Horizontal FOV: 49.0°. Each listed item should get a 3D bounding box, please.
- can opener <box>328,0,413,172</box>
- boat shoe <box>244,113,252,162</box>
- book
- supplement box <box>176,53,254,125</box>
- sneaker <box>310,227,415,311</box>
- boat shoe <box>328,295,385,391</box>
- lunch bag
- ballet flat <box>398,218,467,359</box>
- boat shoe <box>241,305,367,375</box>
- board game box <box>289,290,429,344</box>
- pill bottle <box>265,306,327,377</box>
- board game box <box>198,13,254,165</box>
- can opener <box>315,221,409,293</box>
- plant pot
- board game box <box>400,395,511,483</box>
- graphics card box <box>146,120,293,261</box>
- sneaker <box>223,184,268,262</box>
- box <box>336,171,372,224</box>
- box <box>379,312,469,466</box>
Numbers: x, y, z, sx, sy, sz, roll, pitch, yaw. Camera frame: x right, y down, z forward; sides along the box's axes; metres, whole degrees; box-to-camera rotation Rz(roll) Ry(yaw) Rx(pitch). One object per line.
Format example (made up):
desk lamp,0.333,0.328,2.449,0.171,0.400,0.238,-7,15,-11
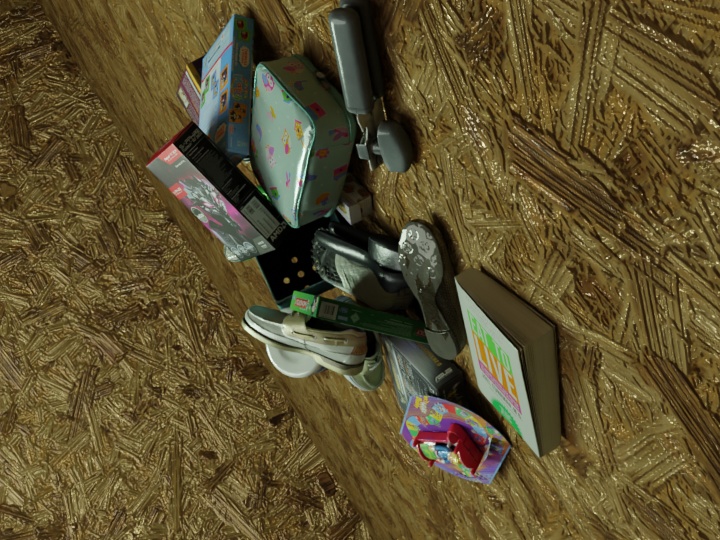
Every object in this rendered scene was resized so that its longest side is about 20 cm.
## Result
can opener,0.019,-0.189,0.835,0.066,0.054,0.201,12,141,23
boat shoe,-0.168,-0.204,1.265,0.072,0.067,0.200,62,174,2
book,0.169,0.104,0.902,0.134,0.048,0.201,48,163,46
supplement box,-0.240,-0.291,1.334,0.111,0.085,0.200,61,164,-8
sneaker,0.000,0.000,1.136,0.200,0.072,0.072,36,109,39
boat shoe,0.002,0.125,1.226,0.062,0.072,0.201,29,153,43
lunch bag,-0.082,-0.172,1.025,0.161,0.077,0.201,54,147,29
ballet flat,0.095,0.020,0.969,0.067,0.046,0.201,8,128,40
boat shoe,-0.080,0.085,1.168,0.199,0.075,0.069,19,113,13
board game box,0.016,0.067,1.072,0.134,0.199,0.029,-178,102,-71
pill bottle,-0.061,0.107,1.314,0.114,0.114,0.200,55,-159,13
board game box,-0.197,-0.241,1.140,0.151,0.036,0.202,-22,64,60
can opener,0.015,-0.028,1.059,0.200,0.063,0.079,27,127,47
plant pot,-0.097,-0.017,1.292,0.200,0.140,0.142,102,143,-75
board game box,0.126,0.262,1.155,0.157,0.039,0.201,26,144,13
graphics card box,-0.198,-0.104,1.104,0.200,0.051,0.125,46,152,-18
sneaker,-0.183,-0.085,1.319,0.078,0.085,0.200,44,127,9
box,-0.054,-0.145,1.121,0.200,0.039,0.042,50,160,30
box,0.105,0.185,1.221,0.158,0.048,0.201,44,158,45
